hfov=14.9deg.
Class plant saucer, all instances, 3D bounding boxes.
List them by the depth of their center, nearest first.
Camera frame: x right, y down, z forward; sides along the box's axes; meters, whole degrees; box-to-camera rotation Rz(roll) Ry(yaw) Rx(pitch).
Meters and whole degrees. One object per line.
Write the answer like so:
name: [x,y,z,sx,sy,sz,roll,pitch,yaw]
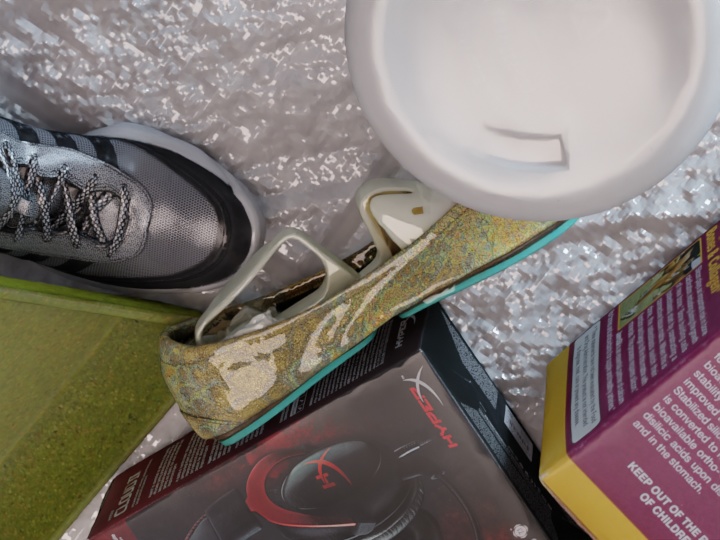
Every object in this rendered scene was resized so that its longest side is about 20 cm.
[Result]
plant saucer: [-0.182,0.070,1.201,0.200,0.200,0.048,-49,61,18]

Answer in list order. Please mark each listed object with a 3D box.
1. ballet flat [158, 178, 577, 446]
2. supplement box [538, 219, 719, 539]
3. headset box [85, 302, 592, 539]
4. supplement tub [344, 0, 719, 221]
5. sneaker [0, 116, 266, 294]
ballet flat: [0.000,0.000,1.184,0.200,0.071,0.071,-33,102,6]
supplement box: [0.180,0.037,1.153,0.200,0.131,0.103,-41,101,18]
headset box: [-0.014,0.127,1.235,0.200,0.075,0.149,-30,104,15]
supplement tub: [0.075,-0.112,1.078,0.144,0.200,0.145,2,108,6]
sneaker: [-0.143,-0.029,1.175,0.200,0.114,0.076,17,102,2]
